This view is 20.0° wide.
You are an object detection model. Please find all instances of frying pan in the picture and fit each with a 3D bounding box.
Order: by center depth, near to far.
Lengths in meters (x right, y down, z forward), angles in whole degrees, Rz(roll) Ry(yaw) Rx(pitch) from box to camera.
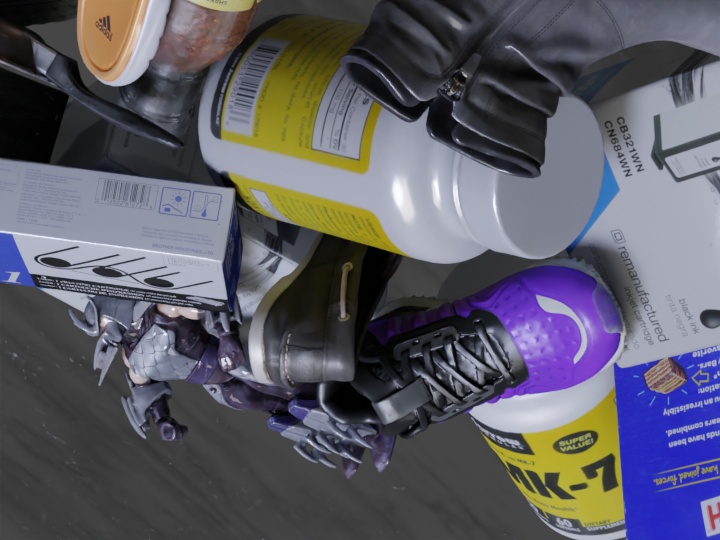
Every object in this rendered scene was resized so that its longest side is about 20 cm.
[{"bbox_3d":[-0.181,-0.112,1.021,0.190,0.031,0.115,23,-179,41],"label":"frying pan"}]

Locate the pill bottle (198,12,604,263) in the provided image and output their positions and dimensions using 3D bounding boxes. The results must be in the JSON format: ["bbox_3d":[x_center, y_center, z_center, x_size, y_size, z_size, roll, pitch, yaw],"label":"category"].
[{"bbox_3d":[0.021,-0.065,1.032,0.200,0.111,0.111,17,157,43],"label":"pill bottle"}]

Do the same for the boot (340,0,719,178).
[{"bbox_3d":[0.096,-0.098,0.928,0.200,0.132,0.070,21,168,-10],"label":"boot"}]

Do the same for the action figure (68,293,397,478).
[{"bbox_3d":[-0.077,0.059,1.190,0.200,0.069,0.130,24,148,-15],"label":"action figure"}]

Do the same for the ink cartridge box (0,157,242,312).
[{"bbox_3d":[-0.166,-0.023,1.094,0.200,0.044,0.094,8,162,1],"label":"ink cartridge box"}]

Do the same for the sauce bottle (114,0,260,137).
[{"bbox_3d":[-0.074,-0.150,0.996,0.066,0.066,0.200,19,126,-12],"label":"sauce bottle"}]

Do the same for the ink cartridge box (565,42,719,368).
[{"bbox_3d":[0.203,-0.049,1.039,0.200,0.084,0.146,-18,103,35],"label":"ink cartridge box"}]

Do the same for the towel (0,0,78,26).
[{"bbox_3d":[-0.246,-0.176,1.051,0.200,0.035,0.193,-3,160,18],"label":"towel"}]

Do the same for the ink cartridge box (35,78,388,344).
[{"bbox_3d":[-0.100,-0.022,1.212,0.200,0.084,0.145,30,140,-27],"label":"ink cartridge box"}]

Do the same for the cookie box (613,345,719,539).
[{"bbox_3d":[0.228,0.060,1.130,0.171,0.200,0.075,-17,152,34],"label":"cookie box"}]

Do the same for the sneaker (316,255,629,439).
[{"bbox_3d":[0.051,0.052,1.089,0.200,0.100,0.070,-17,102,50],"label":"sneaker"}]

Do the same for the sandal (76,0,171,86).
[{"bbox_3d":[-0.113,-0.174,0.942,0.059,0.079,0.207,-12,130,-39],"label":"sandal"}]

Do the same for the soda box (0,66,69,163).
[{"bbox_3d":[-0.262,-0.097,1.106,0.200,0.071,0.063,21,172,-40],"label":"soda box"}]

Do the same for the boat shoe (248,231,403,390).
[{"bbox_3d":[0.000,0.000,1.115,0.057,0.200,0.067,7,126,18],"label":"boat shoe"}]

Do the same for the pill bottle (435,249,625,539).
[{"bbox_3d":[0.124,0.073,1.263,0.114,0.114,0.200,-7,141,24],"label":"pill bottle"}]
